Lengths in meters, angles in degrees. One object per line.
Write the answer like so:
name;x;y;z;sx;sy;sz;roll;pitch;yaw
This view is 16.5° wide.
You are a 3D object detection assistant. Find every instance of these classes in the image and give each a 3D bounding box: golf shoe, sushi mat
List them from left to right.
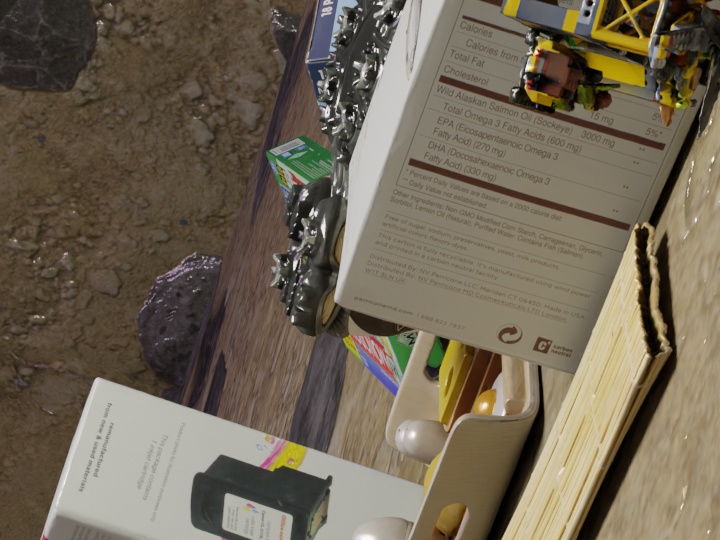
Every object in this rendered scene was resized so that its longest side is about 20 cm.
golf shoe;0.024;-0.058;1.186;0.078;0.094;0.201;-107;30;-58
sushi mat;0.085;0.083;1.017;0.096;0.012;0.201;-86;13;-54

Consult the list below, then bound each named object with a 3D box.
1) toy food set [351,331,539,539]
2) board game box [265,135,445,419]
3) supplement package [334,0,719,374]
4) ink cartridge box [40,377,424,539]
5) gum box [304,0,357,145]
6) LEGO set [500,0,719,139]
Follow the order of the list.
toy food set;0.036;0.081;1.233;0.200;0.060;0.144;-87;14;-61
board game box;0.000;0.000;1.424;0.200;0.029;0.135;-142;30;-74
supplement package;0.073;-0.079;1.049;0.117;0.117;0.201;-83;11;-57
ink cartridge box;-0.076;0.147;1.426;0.146;0.199;0.083;123;164;-68
gum box;0.019;-0.106;1.510;0.170;0.044;0.201;-81;-21;-45
LEGO set;0.136;-0.134;0.843;0.154;0.115;0.201;28;-99;-67
